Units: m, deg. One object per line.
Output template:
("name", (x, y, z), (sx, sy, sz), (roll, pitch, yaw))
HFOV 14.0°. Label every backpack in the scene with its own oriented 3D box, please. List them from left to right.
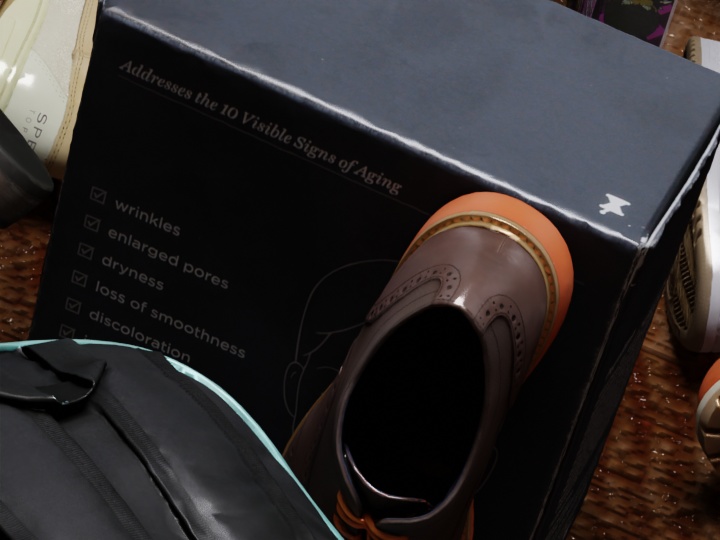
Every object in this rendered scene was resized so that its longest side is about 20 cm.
("backpack", (-0.085, 0.123, 0.880), (0.175, 0.154, 0.200), (-12, 55, -35))

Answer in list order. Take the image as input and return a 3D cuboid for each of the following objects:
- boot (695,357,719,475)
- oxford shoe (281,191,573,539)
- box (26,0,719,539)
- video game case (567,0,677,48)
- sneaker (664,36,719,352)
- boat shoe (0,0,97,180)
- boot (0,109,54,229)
("boot", (0.199, 0.039, 1.162), (0.199, 0.075, 0.107), (0, 37, -33))
("oxford shoe", (0.003, 0.070, 0.936), (0.071, 0.201, 0.073), (25, 30, 9))
("box", (0.000, 0.000, 1.028), (0.199, 0.197, 0.124), (25, 38, 9))
("video game case", (0.125, -0.167, 1.293), (0.036, 0.182, 0.200), (14, 37, -2))
("sneaker", (0.187, -0.029, 1.235), (0.112, 0.072, 0.200), (12, 36, -1))
("boat shoe", (-0.116, -0.099, 1.219), (0.066, 0.074, 0.200), (27, 39, -7))
("boot", (-0.218, -0.028, 1.005), (0.200, 0.174, 0.069), (48, 6, 18))
